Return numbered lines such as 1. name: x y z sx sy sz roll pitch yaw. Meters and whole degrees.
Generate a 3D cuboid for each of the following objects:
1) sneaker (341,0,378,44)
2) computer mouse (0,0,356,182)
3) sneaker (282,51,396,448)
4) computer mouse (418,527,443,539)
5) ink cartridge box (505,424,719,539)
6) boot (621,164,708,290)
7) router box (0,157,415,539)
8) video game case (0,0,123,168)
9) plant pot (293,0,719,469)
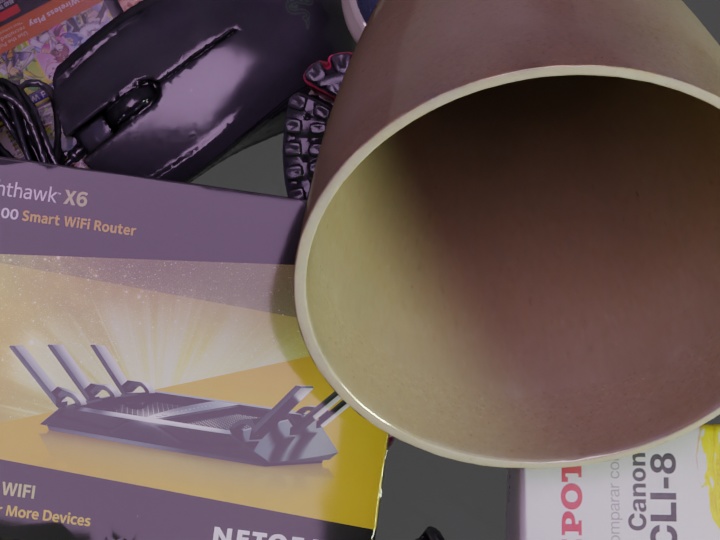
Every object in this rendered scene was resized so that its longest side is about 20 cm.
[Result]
1. sneaker: 0.065 -0.173 0.860 0.075 0.084 0.200 43 58 -10
2. computer mouse: -0.082 -0.085 0.885 0.200 0.053 0.139 -38 82 -18
3. sneaker: 0.000 0.000 0.881 0.080 0.075 0.201 9 93 10
4. computer mouse: 0.031 0.221 0.809 0.052 0.138 0.201 12 90 -2
5. ink cartridge box: 0.161 0.143 0.805 0.199 0.145 0.146 0 80 4
6. boot: 0.226 -0.026 0.808 0.200 0.168 0.077 -39 49 14
7. router box: -0.085 0.042 0.796 0.199 0.052 0.158 7 86 -4
8. video game case: -0.208 -0.086 0.927 0.199 0.026 0.181 -28 79 -3
9. plant pot: 0.067 -0.058 0.732 0.186 0.188 0.200 -4 40 2
